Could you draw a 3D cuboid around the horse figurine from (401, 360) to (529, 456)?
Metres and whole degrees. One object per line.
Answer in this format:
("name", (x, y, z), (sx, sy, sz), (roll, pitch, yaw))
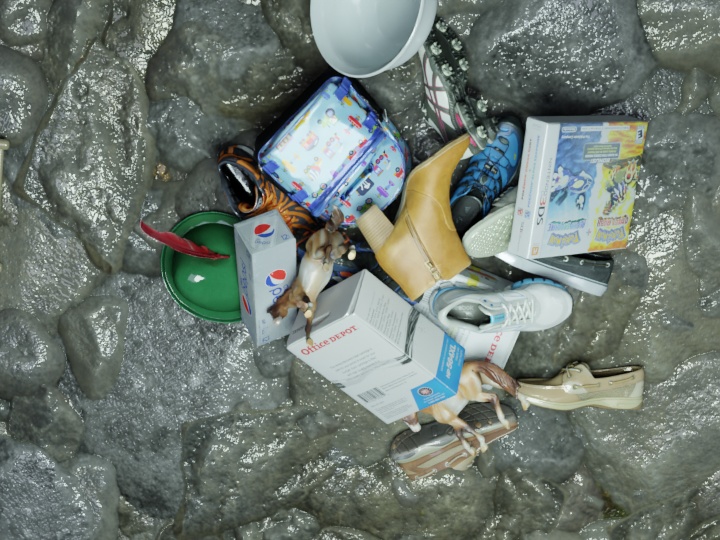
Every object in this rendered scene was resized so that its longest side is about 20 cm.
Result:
("horse figurine", (0.149, 0.183, 1.574), (0.132, 0.050, 0.200), (42, 131, 2))

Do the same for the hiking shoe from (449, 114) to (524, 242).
("hiking shoe", (0.172, -0.117, 1.560), (0.074, 0.087, 0.202), (25, 106, -6))

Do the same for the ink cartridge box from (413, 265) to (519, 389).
("ink cartridge box", (0.124, 0.063, 1.617), (0.197, 0.084, 0.147), (21, 107, -4))

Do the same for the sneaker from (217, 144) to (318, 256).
("sneaker", (-0.132, -0.082, 1.567), (0.078, 0.112, 0.200), (-43, 101, 13))

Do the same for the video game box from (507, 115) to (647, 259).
("video game box", (0.295, -0.115, 1.526), (0.197, 0.047, 0.185), (-7, 113, -35))

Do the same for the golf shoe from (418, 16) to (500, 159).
("golf shoe", (0.109, -0.246, 1.529), (0.088, 0.077, 0.203), (-25, 87, 44))

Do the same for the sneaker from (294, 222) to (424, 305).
("sneaker", (0.000, 0.000, 1.554), (0.198, 0.076, 0.079), (25, 144, 19))

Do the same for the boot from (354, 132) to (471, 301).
("boot", (0.105, -0.069, 1.490), (0.201, 0.071, 0.144), (-41, 93, 1))

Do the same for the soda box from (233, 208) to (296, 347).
("soda box", (-0.130, 0.013, 1.562), (0.067, 0.064, 0.202), (-21, 143, -19))

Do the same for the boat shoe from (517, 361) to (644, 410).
("boat shoe", (0.318, 0.165, 1.653), (0.196, 0.071, 0.066), (2, 101, -7))

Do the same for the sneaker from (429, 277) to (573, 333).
("sneaker", (0.193, 0.058, 1.526), (0.196, 0.087, 0.076), (-4, 104, 1))

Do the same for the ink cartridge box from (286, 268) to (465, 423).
("ink cartridge box", (0.022, 0.105, 1.525), (0.199, 0.085, 0.145), (39, 137, -24))

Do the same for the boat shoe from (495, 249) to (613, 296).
("boat shoe", (0.266, -0.023, 1.600), (0.197, 0.069, 0.057), (20, 103, -11))

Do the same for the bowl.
("bowl", (0.033, -0.349, 1.475), (0.199, 0.090, 0.205), (-1, 88, 42))

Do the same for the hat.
("hat", (-0.220, 0.016, 1.564), (0.197, 0.176, 0.168), (22, 107, -5))

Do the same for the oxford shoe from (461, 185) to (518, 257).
("oxford shoe", (0.212, -0.084, 1.552), (0.199, 0.058, 0.076), (-35, 144, -19))

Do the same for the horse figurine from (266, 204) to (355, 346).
("horse figurine", (-0.058, 0.003, 1.474), (0.049, 0.133, 0.202), (18, 106, -19))

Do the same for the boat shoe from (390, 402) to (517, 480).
("boat shoe", (0.145, 0.258, 1.685), (0.197, 0.076, 0.073), (-20, 112, 14))

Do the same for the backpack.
("backpack", (-0.025, -0.147, 1.530), (0.182, 0.135, 0.200), (-42, 108, 7))

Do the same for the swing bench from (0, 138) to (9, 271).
("swing bench", (-0.613, -0.092, 1.575), (0.197, 0.130, 0.202), (11, 107, 4))
